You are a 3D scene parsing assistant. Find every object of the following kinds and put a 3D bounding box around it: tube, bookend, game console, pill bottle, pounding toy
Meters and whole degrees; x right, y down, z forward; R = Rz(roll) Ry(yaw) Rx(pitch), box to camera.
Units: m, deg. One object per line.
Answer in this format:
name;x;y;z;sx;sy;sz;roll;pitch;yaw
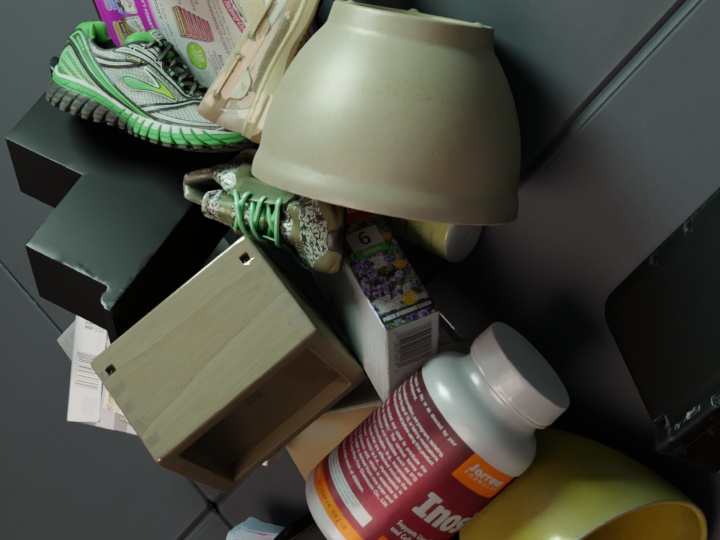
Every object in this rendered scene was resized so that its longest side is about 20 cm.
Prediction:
tube;0.009;-0.065;1.264;0.199;0.052;0.058;28;96;33
bookend;-0.231;-0.053;1.309;0.197;0.201;0.092;24;149;16
game console;0.292;0.052;1.101;0.175;0.117;0.200;23;142;-12
pill bottle;0.061;0.137;1.178;0.113;0.113;0.200;47;107;5
pounding toy;-0.116;0.078;1.239;0.143;0.184;0.200;52;-178;22

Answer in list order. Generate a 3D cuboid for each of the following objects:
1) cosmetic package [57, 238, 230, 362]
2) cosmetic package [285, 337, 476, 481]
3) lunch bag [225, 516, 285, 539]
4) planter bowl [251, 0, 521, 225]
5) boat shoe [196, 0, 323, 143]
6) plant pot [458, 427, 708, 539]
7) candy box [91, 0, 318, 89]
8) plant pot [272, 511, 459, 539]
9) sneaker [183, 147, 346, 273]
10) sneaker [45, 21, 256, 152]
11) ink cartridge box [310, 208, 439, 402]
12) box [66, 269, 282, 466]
cosmetic package;-0.202;0.040;1.494;0.085;0.107;0.200;53;139;3
cosmetic package;0.029;0.126;1.341;0.199;0.105;0.072;-17;105;50
lunch bag;-0.056;0.358;1.579;0.168;0.127;0.202;1;113;41
planter bowl;0.028;-0.121;1.111;0.199;0.199;0.136;17;104;34
boat shoe;-0.065;-0.199;1.156;0.064;0.072;0.202;22;104;-3
plant pot;0.158;0.210;1.237;0.142;0.198;0.201;52;148;40
candy box;-0.132;-0.214;1.274;0.199;0.061;0.137;3;122;44
plant pot;0.013;0.286;1.356;0.199;0.199;0.178;-35;87;12
sneaker;-0.078;-0.042;1.195;0.200;0.088;0.078;27;119;56
sneaker;-0.163;-0.149;1.248;0.198;0.078;0.086;20;101;15
ink cartridge box;0.000;0.000;1.240;0.109;0.050;0.201;88;158;-52
box;-0.160;0.076;1.365;0.198;0.041;0.158;10;101;18
